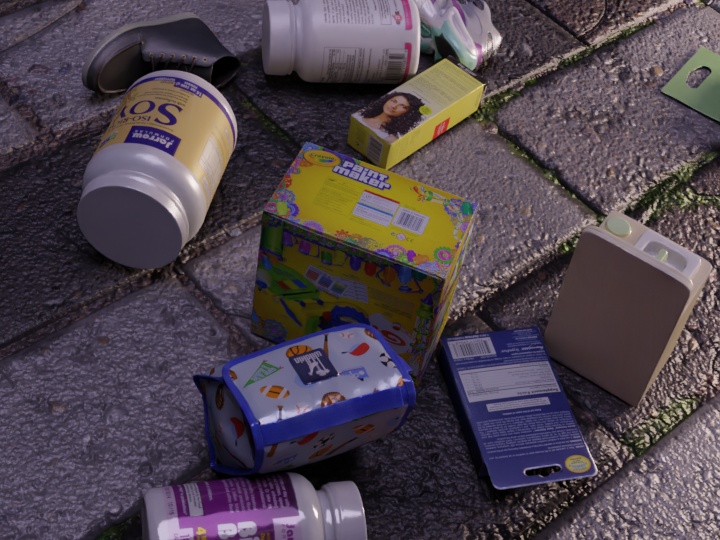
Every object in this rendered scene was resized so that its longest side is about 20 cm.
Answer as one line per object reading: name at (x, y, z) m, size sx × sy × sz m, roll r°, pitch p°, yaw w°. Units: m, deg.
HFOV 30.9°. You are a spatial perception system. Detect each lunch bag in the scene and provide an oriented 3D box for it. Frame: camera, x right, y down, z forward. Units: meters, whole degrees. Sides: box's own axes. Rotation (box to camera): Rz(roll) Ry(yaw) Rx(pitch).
lunch bag at (-0.055, 0.126, 1.248) m, size 0.168 × 0.200 × 0.125 m, roll -15°, pitch 93°, yaw -19°

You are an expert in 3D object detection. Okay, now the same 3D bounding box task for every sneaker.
sneaker at (0.125, -0.360, 1.835) m, size 0.139 × 0.078 × 0.201 m, roll -26°, pitch 66°, yaw -32°
sneaker at (-0.252, -0.265, 1.667) m, size 0.199 × 0.075 × 0.106 m, roll -32°, pitch 58°, yaw -34°

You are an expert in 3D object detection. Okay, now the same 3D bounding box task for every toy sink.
toy sink at (0.295, 0.023, 1.421) m, size 0.129 × 0.201 × 0.112 m, roll 29°, pitch 49°, yaw 18°

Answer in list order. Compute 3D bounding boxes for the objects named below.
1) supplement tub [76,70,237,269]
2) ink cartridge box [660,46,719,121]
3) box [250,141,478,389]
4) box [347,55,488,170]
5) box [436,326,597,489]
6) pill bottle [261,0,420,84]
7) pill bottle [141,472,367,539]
supplement tub at (-0.231, -0.115, 1.486) m, size 0.144 × 0.146 × 0.201 m, roll 14°, pitch 46°, yaw 2°
ink cartridge box at (0.543, -0.253, 1.829) m, size 0.199 × 0.048 × 0.145 m, roll 34°, pitch 51°, yaw 17°
box at (0.000, 0.000, 1.392) m, size 0.198 × 0.194 × 0.123 m, roll 21°, pitch 47°, yaw 8°
box at (0.076, -0.207, 1.695) m, size 0.075 × 0.050 × 0.199 m, roll 37°, pitch 51°, yaw 22°
box at (0.164, 0.151, 1.394) m, size 0.119 × 0.033 × 0.201 m, roll -5°, pitch 47°, yaw -14°
pill bottle at (-0.028, -0.306, 1.723) m, size 0.197 × 0.114 × 0.114 m, roll 0°, pitch 47°, yaw -11°
pill bottle at (-0.098, 0.247, 1.201) m, size 0.197 × 0.113 × 0.113 m, roll -5°, pitch 48°, yaw -14°
